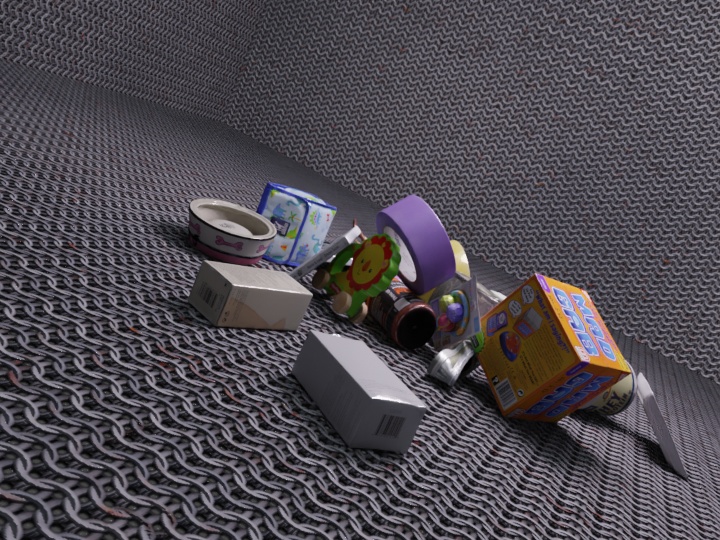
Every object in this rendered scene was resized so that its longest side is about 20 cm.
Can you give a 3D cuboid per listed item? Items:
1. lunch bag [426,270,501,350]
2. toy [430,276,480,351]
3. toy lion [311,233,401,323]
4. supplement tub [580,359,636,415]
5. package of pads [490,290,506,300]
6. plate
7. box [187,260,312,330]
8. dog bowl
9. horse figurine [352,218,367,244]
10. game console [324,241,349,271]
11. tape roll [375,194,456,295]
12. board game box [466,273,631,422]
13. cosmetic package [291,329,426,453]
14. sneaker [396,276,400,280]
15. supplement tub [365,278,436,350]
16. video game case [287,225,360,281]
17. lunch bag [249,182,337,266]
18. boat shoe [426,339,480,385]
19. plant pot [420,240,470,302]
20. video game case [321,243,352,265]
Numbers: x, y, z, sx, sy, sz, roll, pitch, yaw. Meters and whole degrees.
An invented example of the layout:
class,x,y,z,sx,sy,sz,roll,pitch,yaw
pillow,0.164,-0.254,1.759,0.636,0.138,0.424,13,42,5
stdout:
class,x,y,z,sx,sy,sz,roll,pitch,yaw
lunch bag,0.238,0.109,1.648,0.116,0.166,0.200,24,10,-30
toy,0.184,0.095,1.517,0.046,0.117,0.200,3,-19,-19
toy lion,0.000,0.000,1.534,0.068,0.193,0.200,33,4,-34
supplement tub,0.536,0.256,1.680,0.198,0.147,0.145,16,14,-36
package of pads,0.357,0.162,1.695,0.199,0.157,0.068,33,12,39
plate,0.677,0.350,1.632,0.202,0.032,0.200,66,16,1
box,-0.187,0.046,1.240,0.094,0.079,0.198,34,14,37
dog bowl,-0.285,-0.082,1.563,0.197,0.075,0.201,20,19,-7
horse figurine,0.035,-0.055,2.007,0.200,0.050,0.133,47,-1,-37
game console,-0.022,-0.031,2.057,0.175,0.031,0.199,14,16,-45
tape roll,0.118,-0.054,1.551,0.201,0.084,0.201,56,-15,23
board game box,0.375,0.162,1.442,0.198,0.200,0.202,15,43,-41
cosmetic package,-0.007,0.174,1.057,0.112,0.082,0.200,17,13,-35
sneaker,0.044,0.036,1.835,0.113,0.074,0.199,19,3,32
supplement tub,0.076,0.083,1.567,0.106,0.108,0.200,17,14,-33
video game case,-0.087,-0.030,1.573,0.024,0.181,0.200,55,11,-4
lunch bag,-0.175,-0.108,1.719,0.198,0.173,0.127,14,12,-45
boat shoe,0.203,0.192,1.454,0.065,0.075,0.201,39,18,23
plant pot,0.196,0.024,1.959,0.139,0.204,0.200,-4,20,-15
video game case,-0.068,-0.043,1.912,0.197,0.023,0.182,8,11,-31
